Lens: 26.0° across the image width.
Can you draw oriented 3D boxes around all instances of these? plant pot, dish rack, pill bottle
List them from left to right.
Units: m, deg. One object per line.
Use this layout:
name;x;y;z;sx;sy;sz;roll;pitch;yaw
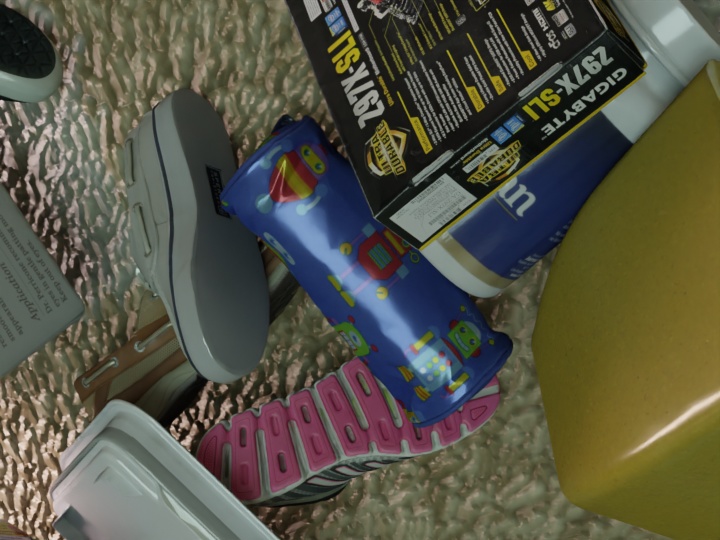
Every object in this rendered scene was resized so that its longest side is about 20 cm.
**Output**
dish rack;-0.128;0.173;1.000;0.172;0.044;0.200;45;149;-2
pill bottle;0.113;-0.086;0.901;0.200;0.111;0.111;-41;94;19
plant pot;0.204;0.046;0.855;0.193;0.197;0.200;22;134;-32

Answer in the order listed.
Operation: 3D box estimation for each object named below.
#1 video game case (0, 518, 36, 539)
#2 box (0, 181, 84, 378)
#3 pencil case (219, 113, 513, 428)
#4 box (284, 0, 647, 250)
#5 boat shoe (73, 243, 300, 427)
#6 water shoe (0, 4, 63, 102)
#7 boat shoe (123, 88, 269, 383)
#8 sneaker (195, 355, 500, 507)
video game case;-0.220;0.198;0.973;0.181;0.200;0.022;26;89;26
box;-0.326;0.013;0.963;0.199;0.171;0.200;-26;101;39
pencil case;0.000;0.000;0.929;0.200;0.087;0.078;48;64;-4
box;0.050;-0.136;0.869;0.159;0.201;0.049;-40;138;20
boat shoe;-0.112;0.035;1.005;0.200;0.076;0.072;-44;84;12
water shoe;-0.282;-0.137;1.007;0.199;0.072;0.079;20;131;10
boat shoe;-0.109;-0.016;0.952;0.066;0.072;0.201;-31;61;29
sneaker;-0.008;0.102;1.004;0.199;0.087;0.074;-20;77;-6
